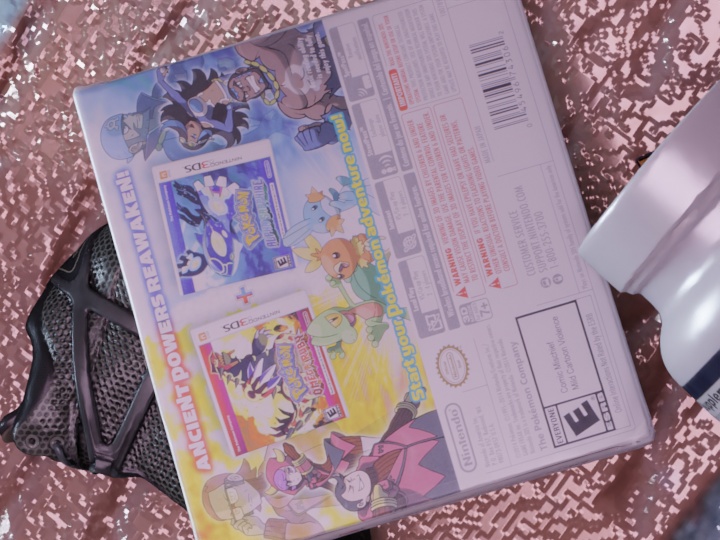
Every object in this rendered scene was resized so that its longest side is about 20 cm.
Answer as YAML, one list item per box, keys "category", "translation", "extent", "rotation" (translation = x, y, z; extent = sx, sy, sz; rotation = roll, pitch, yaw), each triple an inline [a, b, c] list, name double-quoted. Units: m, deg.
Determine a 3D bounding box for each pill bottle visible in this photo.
- category: "pill bottle"
  translation: [0.182, 0.024, 0.879]
  extent: [0.200, 0.116, 0.116]
  rotation: [43, 106, 7]

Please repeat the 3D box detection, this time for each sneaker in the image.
- category: "sneaker"
  translation: [-0.074, 0.078, 1.017]
  extent: [0.114, 0.076, 0.200]
  rotation: [-33, 85, 19]

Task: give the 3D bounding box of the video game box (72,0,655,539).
- category: "video game box"
  translation: [0.000, 0.000, 0.956]
  extent: [0.182, 0.047, 0.201]
  rotation: [-16, 81, -2]

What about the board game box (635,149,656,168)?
- category: "board game box"
  translation: [0.213, 0.015, 0.948]
  extent: [0.135, 0.035, 0.201]
  rotation: [-26, 90, 17]
